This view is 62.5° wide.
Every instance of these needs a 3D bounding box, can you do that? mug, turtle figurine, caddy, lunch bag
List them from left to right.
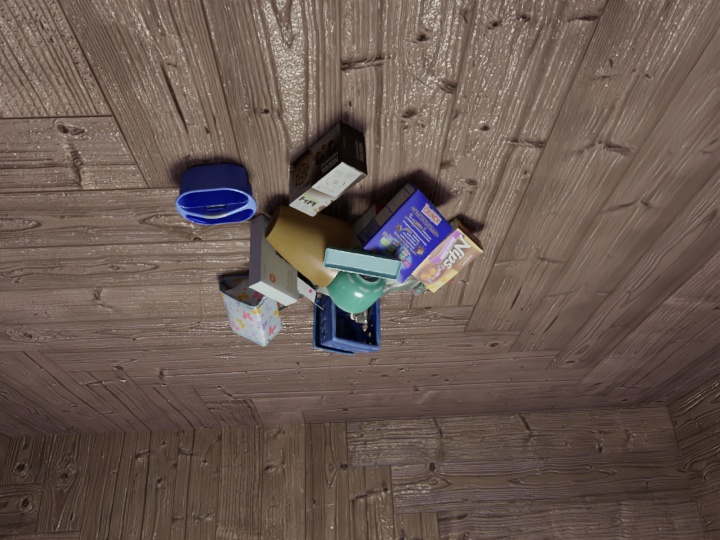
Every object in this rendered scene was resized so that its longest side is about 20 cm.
[{"bbox_3d":[-0.347,-0.172,1.434,0.193,0.108,0.143,-5,151,3],"label":"caddy"},{"bbox_3d":[-0.357,0.114,1.883,0.195,0.127,0.174,17,133,28],"label":"lunch bag"},{"bbox_3d":[0.001,0.009,1.605,0.150,0.188,0.115,33,141,-10],"label":"mug"},{"bbox_3d":[0.218,0.017,1.855,0.144,0.104,0.201,2,157,-7],"label":"turtle figurine"}]

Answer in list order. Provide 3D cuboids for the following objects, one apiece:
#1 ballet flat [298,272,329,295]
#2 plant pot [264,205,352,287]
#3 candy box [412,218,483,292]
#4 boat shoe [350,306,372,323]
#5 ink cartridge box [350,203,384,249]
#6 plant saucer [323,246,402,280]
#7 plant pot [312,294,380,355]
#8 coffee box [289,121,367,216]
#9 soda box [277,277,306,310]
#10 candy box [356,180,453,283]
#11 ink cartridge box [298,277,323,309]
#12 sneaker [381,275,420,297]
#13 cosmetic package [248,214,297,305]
[{"bbox_3d":[-0.133,0.010,1.747,0.197,0.073,0.072,30,165,27],"label":"ballet flat"},{"bbox_3d":[-0.146,-0.085,1.570,0.196,0.191,0.186,28,142,-21],"label":"plant pot"},{"bbox_3d":[0.242,-0.041,1.705,0.116,0.057,0.199,37,119,-24],"label":"candy box"},{"bbox_3d":[0.035,0.068,1.816,0.056,0.205,0.067,19,168,24],"label":"boat shoe"},{"bbox_3d":[0.084,-0.090,1.654,0.195,0.086,0.144,15,146,-29],"label":"ink cartridge box"},{"bbox_3d":[0.005,-0.020,1.492,0.193,0.019,0.071,11,137,-4],"label":"plant saucer"},{"bbox_3d":[-0.057,0.178,2.009,0.195,0.207,0.178,15,153,-31],"label":"plant pot"},{"bbox_3d":[-0.077,-0.228,1.358,0.078,0.116,0.198,20,144,-37],"label":"coffee box"},{"bbox_3d":[-0.229,0.062,1.915,0.070,0.065,0.198,21,143,-38],"label":"soda box"},{"bbox_3d":[0.115,-0.097,1.528,0.200,0.077,0.169,-44,123,7],"label":"candy box"},{"bbox_3d":[-0.181,0.043,1.772,0.199,0.037,0.095,40,176,1],"label":"ink cartridge box"},{"bbox_3d":[0.080,0.026,1.747,0.194,0.082,0.071,-13,160,-21],"label":"sneaker"},{"bbox_3d":[-0.234,-0.027,1.609,0.051,0.206,0.149,-22,148,30],"label":"cosmetic package"}]
